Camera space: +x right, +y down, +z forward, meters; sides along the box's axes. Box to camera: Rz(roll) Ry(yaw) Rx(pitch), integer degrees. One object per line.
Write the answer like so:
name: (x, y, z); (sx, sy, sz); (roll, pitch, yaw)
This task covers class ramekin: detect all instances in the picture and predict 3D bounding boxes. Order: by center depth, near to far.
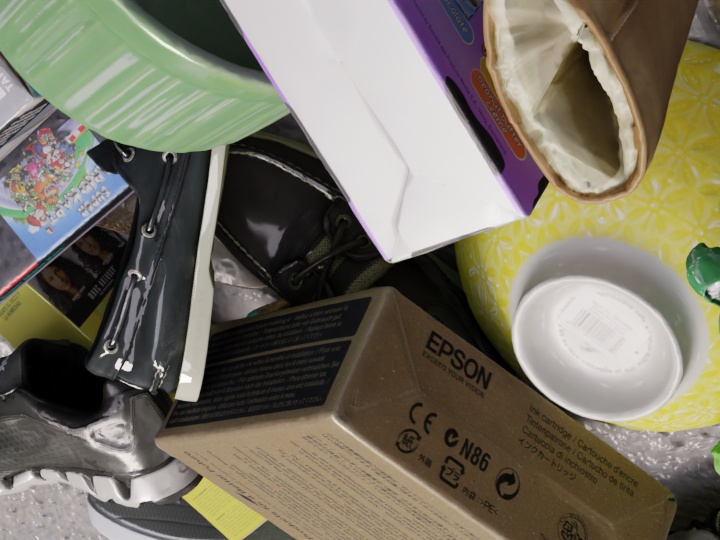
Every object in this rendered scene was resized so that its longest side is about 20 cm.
ramekin: (-0.075, -0.149, 0.839); (0.200, 0.200, 0.097); (47, 139, -12)

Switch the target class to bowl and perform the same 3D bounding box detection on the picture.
bowl: (0.123, 0.005, 0.906); (0.198, 0.108, 0.202); (14, 129, 18)

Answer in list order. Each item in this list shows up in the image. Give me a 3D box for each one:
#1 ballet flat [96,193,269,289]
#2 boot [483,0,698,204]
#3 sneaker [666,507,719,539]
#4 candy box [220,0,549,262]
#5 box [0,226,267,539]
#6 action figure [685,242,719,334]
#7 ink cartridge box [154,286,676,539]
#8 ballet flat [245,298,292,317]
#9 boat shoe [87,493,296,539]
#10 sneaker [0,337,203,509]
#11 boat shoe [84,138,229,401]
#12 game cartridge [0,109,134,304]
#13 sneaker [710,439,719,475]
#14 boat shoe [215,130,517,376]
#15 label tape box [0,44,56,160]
ballet flat: (-0.112, -0.040, 1.043); (0.198, 0.046, 0.068); (15, 99, 10)
boot: (0.090, -0.151, 0.742); (0.066, 0.200, 0.176); (-17, 115, 36)
sneaker: (0.181, 0.146, 1.013); (0.197, 0.071, 0.083); (3, 119, 19)
candy box: (0.032, -0.132, 0.787); (0.071, 0.200, 0.169); (-18, 114, 37)
box: (-0.115, 0.054, 1.091); (0.200, 0.075, 0.050); (44, 132, -7)
action figure: (0.227, 0.019, 0.844); (0.198, 0.055, 0.119); (12, 119, -16)
ink cartridge box: (0.026, 0.097, 0.959); (0.199, 0.076, 0.164); (36, 154, -26)
ballet flat: (-0.002, 0.098, 1.078); (0.070, 0.071, 0.201); (-20, 114, 37)
boat shoe: (-0.066, 0.163, 1.149); (0.198, 0.072, 0.063); (10, 126, 17)
sneaker: (-0.180, 0.074, 1.050); (0.198, 0.067, 0.091); (-1, 122, 25)
boat shoe: (-0.097, -0.041, 0.931); (0.065, 0.075, 0.202); (5, 100, -7)
game cartridge: (-0.179, -0.070, 1.003); (0.199, 0.038, 0.130); (-38, 90, 19)
sneaker: (0.204, 0.100, 0.877); (0.076, 0.200, 0.084); (-33, 90, 16)
boat shoe: (0.000, 0.001, 0.981); (0.200, 0.066, 0.072); (38, 97, -8)
label tape box: (-0.210, -0.058, 0.921); (0.199, 0.144, 0.063); (-38, 96, 21)
